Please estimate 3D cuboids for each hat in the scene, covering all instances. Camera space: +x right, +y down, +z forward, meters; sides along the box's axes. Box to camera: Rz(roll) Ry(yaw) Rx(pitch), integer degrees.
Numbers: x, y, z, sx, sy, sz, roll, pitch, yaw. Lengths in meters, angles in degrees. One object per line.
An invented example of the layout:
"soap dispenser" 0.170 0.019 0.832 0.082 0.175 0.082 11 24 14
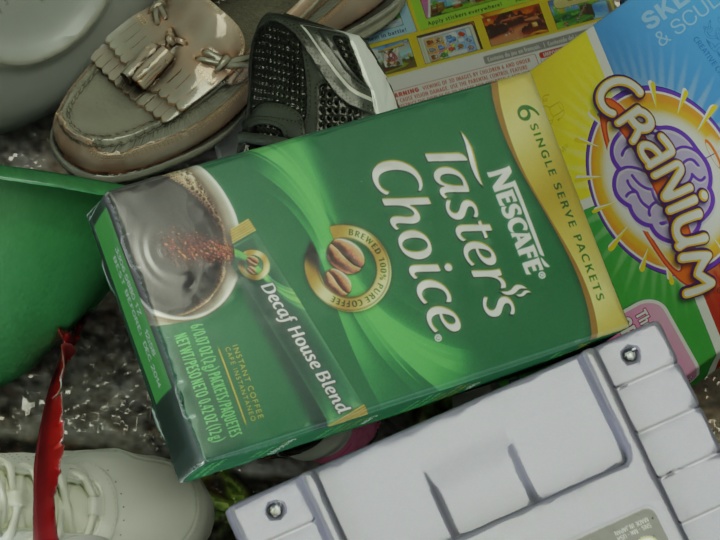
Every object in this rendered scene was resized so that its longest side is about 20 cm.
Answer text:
"hat" -0.163 0.046 1.279 0.165 0.200 0.176 5 87 10

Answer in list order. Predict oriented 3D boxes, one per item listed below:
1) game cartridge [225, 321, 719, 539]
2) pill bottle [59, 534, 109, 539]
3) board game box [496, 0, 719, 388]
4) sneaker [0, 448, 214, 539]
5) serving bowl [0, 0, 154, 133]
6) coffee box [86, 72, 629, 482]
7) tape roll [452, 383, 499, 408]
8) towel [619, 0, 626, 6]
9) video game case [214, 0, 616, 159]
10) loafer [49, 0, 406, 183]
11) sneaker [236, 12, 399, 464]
"game cartridge" 0.061 0.116 1.220 0.200 0.038 0.130 -23 73 -10
"pill bottle" -0.080 0.206 1.205 0.112 0.112 0.200 -30 59 -21
"board game box" 0.126 -0.030 1.294 0.200 0.040 0.153 -36 76 5
"sneaker" -0.158 0.109 1.269 0.200 0.099 0.078 -6 70 -13
"serving bowl" -0.161 -0.142 1.319 0.200 0.200 0.066 -31 42 -21
"coffee box" 0.000 0.000 1.223 0.200 0.044 0.123 -15 79 -22
"tape roll" 0.144 0.054 1.368 0.202 0.071 0.203 4 67 -10
"towel" 0.210 -0.084 1.407 0.200 0.049 0.112 12 48 -35
"video game case" 0.022 -0.104 1.396 0.200 0.023 0.182 -15 59 -3
"loafer" -0.059 -0.113 1.340 0.200 0.063 0.072 -34 61 -28
"sneaker" -0.035 -0.011 1.280 0.086 0.080 0.200 -5 94 -41
